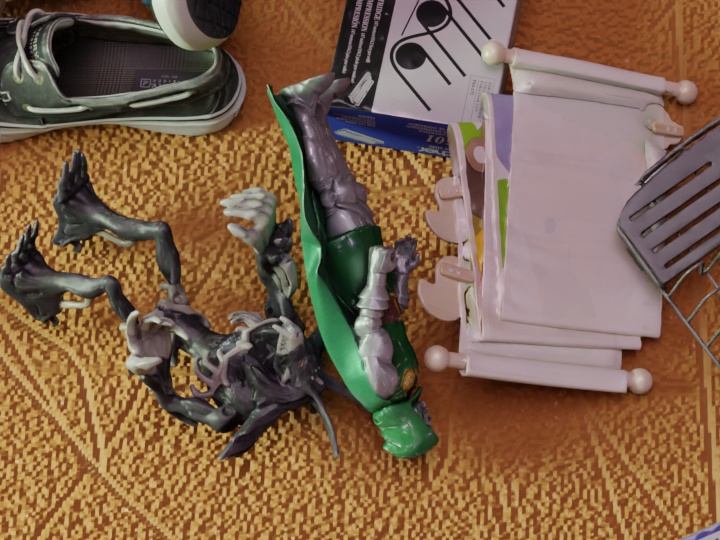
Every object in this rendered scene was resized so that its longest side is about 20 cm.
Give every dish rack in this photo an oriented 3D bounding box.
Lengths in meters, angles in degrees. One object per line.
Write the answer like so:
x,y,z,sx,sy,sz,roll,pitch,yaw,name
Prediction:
0.236,0.003,1.387,0.153,0.055,0.200,-34,79,-11,dish rack

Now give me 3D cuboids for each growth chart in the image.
0.102,-0.028,1.415,0.144,0.018,0.200,15,68,-14,growth chart

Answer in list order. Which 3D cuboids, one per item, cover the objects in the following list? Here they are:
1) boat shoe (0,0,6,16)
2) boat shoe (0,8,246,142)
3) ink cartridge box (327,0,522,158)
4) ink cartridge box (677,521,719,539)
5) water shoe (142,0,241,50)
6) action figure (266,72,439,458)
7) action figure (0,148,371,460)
-0.275,-0.102,1.445,0.200,0.068,0.072,-50,62,11,boat shoe
-0.163,-0.115,1.469,0.200,0.071,0.072,-1,67,5,boat shoe
0.044,-0.162,1.488,0.094,0.044,0.200,10,68,7,ink cartridge box
0.149,0.237,1.284,0.196,0.043,0.200,-22,85,-5,ink cartridge box
-0.106,-0.171,1.460,0.079,0.072,0.200,-8,28,9,water shoe
0.000,0.000,1.384,0.055,0.118,0.200,-16,89,12,action figure
-0.086,0.020,1.390,0.200,0.102,0.119,27,59,13,action figure
